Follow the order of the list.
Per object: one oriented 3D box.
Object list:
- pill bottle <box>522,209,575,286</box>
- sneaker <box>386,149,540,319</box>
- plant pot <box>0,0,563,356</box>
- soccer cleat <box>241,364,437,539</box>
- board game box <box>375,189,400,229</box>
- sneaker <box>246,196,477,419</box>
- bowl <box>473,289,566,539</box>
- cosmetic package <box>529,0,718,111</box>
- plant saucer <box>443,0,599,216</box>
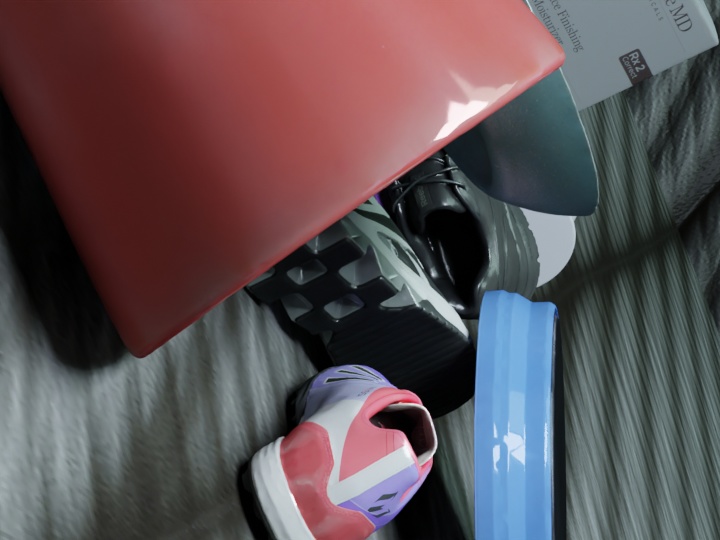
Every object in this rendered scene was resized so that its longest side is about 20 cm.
[{"bbox_3d":[0.093,-0.076,1.599,0.112,0.111,0.201,57,15,-33],"label":"pill bottle"},{"bbox_3d":[0.043,-0.064,1.355,0.201,0.076,0.091,65,20,1],"label":"sneaker"},{"bbox_3d":[-0.053,-0.094,0.866,0.178,0.200,0.200,55,13,-1],"label":"plant pot"},{"bbox_3d":[0.006,0.077,1.039,0.069,0.073,0.200,65,13,-3],"label":"soccer cleat"},{"bbox_3d":[0.009,-0.059,1.421,0.200,0.032,0.121,41,31,-62],"label":"board game box"},{"bbox_3d":[0.000,0.000,1.159,0.200,0.074,0.089,53,19,-46],"label":"sneaker"},{"bbox_3d":[0.084,0.111,1.203,0.201,0.039,0.203,-1,90,-83],"label":"bowl"},{"bbox_3d":[0.207,-0.275,2.239,0.165,0.199,0.166,54,17,-39],"label":"cosmetic package"},{"bbox_3d":[0.036,-0.103,1.017,0.201,0.036,0.200,60,-6,11],"label":"plant saucer"}]
